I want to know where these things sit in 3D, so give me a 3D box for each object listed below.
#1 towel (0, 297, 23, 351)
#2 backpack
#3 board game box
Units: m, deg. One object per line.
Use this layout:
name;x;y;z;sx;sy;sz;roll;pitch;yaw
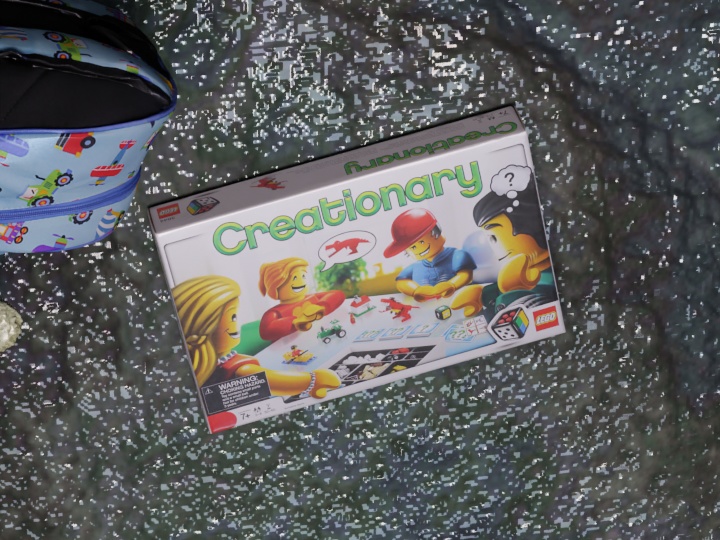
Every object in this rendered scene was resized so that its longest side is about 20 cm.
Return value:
towel;-0.268;0.017;1.350;0.199;0.148;0.037;3;92;-14
backpack;-0.191;-0.063;1.298;0.199;0.183;0.135;0;116;-20
board game box;0.000;0.000;1.458;0.199;0.035;0.127;-16;121;-3
